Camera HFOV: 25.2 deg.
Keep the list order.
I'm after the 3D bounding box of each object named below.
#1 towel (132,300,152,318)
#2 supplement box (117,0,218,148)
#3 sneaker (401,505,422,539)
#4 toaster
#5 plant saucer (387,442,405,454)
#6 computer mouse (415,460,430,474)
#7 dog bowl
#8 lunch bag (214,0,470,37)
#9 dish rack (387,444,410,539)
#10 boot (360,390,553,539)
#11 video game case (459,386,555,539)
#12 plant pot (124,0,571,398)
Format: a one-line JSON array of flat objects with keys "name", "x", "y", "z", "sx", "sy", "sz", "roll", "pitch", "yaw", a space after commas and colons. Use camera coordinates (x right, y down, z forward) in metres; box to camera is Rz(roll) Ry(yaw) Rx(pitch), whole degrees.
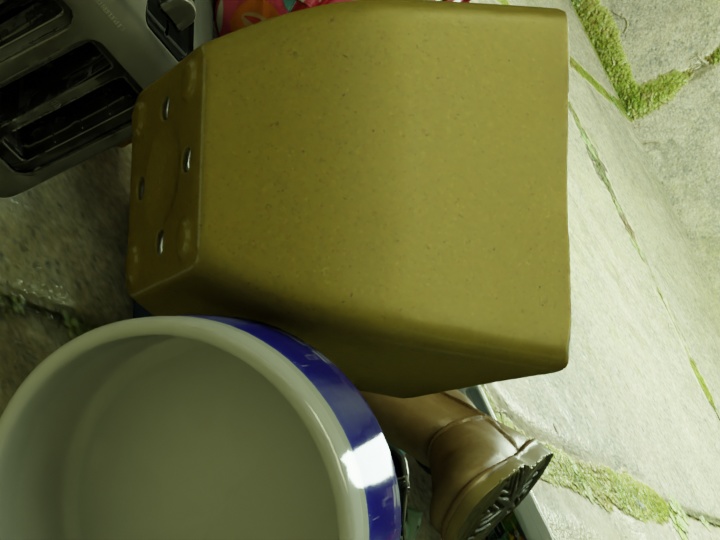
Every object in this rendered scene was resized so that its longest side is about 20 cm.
[{"name": "towel", "x": -0.108, "y": 0.029, "z": 1.090, "sx": 0.112, "sy": 0.048, "sz": 0.201, "roll": 44, "pitch": 24, "yaw": -34}, {"name": "supplement box", "x": -0.140, "y": -0.224, "z": 1.105, "sx": 0.197, "sy": 0.199, "sz": 0.134, "roll": 49, "pitch": 19, "yaw": -56}, {"name": "sneaker", "x": 0.017, "y": 0.214, "z": 1.003, "sx": 0.201, "sy": 0.118, "sz": 0.074, "roll": 51, "pitch": -11, "yaw": -19}, {"name": "toaster", "x": -0.206, "y": -0.158, "z": 0.939, "sx": 0.181, "sy": 0.199, "sz": 0.119, "roll": 50, "pitch": 22, "yaw": -45}, {"name": "plant saucer", "x": 0.038, "y": 0.102, "z": 1.146, "sx": 0.019, "sy": 0.201, "sz": 0.070, "roll": 33, "pitch": -9, "yaw": 9}, {"name": "computer mouse", "x": -0.009, "y": 0.093, "z": 1.238, "sx": 0.200, "sy": 0.044, "sz": 0.110, "roll": 35, "pitch": 13, "yaw": -44}, {"name": "dog bowl", "x": -0.083, "y": 0.122, "z": 0.789, "sx": 0.201, "sy": 0.199, "sz": 0.079, "roll": 62, "pitch": 18, "yaw": 10}, {"name": "lunch bag", "x": 0.004, "y": -0.182, "z": 1.060, "sx": 0.082, "sy": 0.201, "sz": 0.176, "roll": 33, "pitch": -12, "yaw": 26}, {"name": "dish rack", "x": -0.036, "y": 0.197, "z": 0.882, "sx": 0.201, "sy": 0.152, "sz": 0.055, "roll": -97, "pitch": 173, "yaw": -46}, {"name": "boot", "x": 0.015, "y": 0.091, "z": 1.035, "sx": 0.199, "sy": 0.066, "sz": 0.175, "roll": 35, "pitch": 10, "yaw": 14}, {"name": "video game case", "x": 0.097, "y": 0.157, "z": 1.307, "sx": 0.200, "sy": 0.022, "sz": 0.183, "roll": 98, "pitch": -32, "yaw": -72}, {"name": "plant pot", "x": -0.019, "y": -0.039, "z": 0.884, "sx": 0.198, "sy": 0.194, "sz": 0.198, "roll": 5, "pitch": 79, "yaw": -26}]
